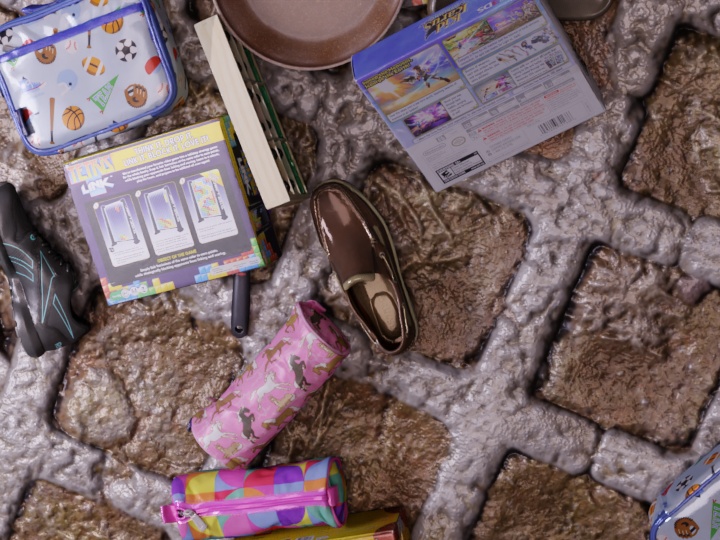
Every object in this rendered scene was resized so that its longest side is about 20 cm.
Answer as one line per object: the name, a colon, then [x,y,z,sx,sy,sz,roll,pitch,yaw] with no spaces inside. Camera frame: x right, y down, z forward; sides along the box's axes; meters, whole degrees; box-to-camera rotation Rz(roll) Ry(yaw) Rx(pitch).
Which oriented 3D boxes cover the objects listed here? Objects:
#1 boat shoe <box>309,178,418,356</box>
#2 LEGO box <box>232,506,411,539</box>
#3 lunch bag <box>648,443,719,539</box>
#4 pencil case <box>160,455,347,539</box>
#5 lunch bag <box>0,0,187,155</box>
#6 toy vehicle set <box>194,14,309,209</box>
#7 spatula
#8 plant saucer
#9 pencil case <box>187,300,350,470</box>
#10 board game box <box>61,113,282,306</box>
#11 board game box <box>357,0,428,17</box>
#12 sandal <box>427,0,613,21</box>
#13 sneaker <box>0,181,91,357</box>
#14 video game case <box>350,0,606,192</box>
boat shoe: [0.006,-0.003,1.704,0.075,0.075,0.203,-28,96,14]
LEGO box: [-0.036,0.359,1.786,0.199,0.077,0.150,-10,101,11]
lunch bag: [0.418,0.261,1.695,0.200,0.076,0.160,-41,95,16]
pencil case: [-0.114,0.255,1.773,0.199,0.088,0.089,-10,100,9]
lunch bag: [-0.294,-0.218,1.702,0.199,0.076,0.161,-17,96,11]
toy vehicle set: [-0.110,-0.161,1.653,0.026,0.124,0.201,-21,92,8]
spatula: [-0.128,-0.021,1.750,0.056,0.021,0.201,6,103,4]
plant saucer: [-0.051,-0.302,1.591,0.199,0.037,0.201,1,108,3]
pencil case: [-0.098,0.125,1.744,0.087,0.083,0.200,46,106,7]
board game box: [-0.203,-0.065,1.722,0.199,0.057,0.166,-13,98,21]
board game box: [-0.001,-0.360,1.633,0.165,0.057,0.201,-12,100,10]
sandal: [0.166,-0.275,1.601,0.199,0.055,0.082,0,109,-14]
sneaker: [-0.358,-0.006,1.775,0.079,0.075,0.201,-14,106,-2]
video game case: [0.120,-0.188,1.609,0.199,0.046,0.181,-25,134,16]
